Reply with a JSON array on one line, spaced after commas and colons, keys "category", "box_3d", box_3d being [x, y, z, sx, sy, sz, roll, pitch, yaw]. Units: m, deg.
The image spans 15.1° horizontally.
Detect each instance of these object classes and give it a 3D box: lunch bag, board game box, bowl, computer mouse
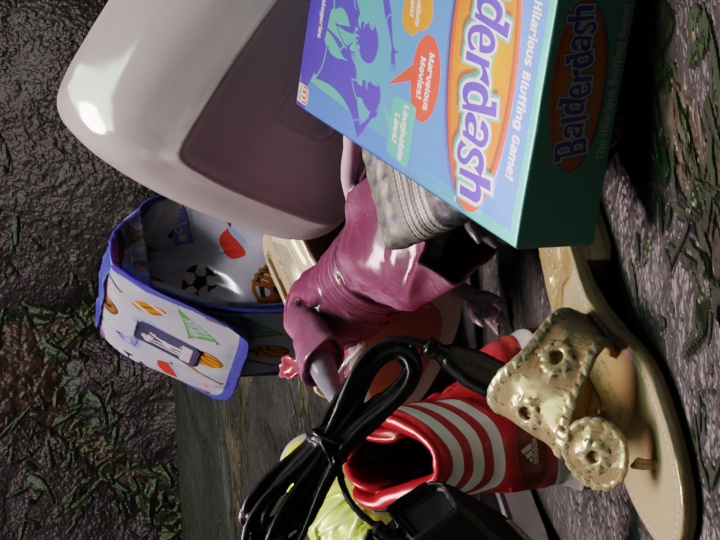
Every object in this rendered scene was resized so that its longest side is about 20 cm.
[{"category": "lunch bag", "box_3d": [-0.070, 0.008, 1.766, 0.170, 0.200, 0.124, 114, 150, -70]}, {"category": "board game box", "box_3d": [0.045, -0.115, 1.217, 0.200, 0.045, 0.152, 35, 122, 52]}, {"category": "bowl", "box_3d": [-0.036, -0.107, 1.442, 0.200, 0.200, 0.075, -54, 45, 13]}, {"category": "computer mouse", "box_3d": [0.057, 0.117, 1.254, 0.140, 0.200, 0.046, -58, 1, 7]}]

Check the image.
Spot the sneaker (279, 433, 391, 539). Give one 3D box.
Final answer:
[{"category": "sneaker", "box_3d": [0.015, 0.164, 1.511, 0.075, 0.076, 0.200, -50, 60, 17]}]

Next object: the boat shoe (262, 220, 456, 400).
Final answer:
[{"category": "boat shoe", "box_3d": [0.001, 0.048, 1.612, 0.065, 0.072, 0.200, -41, 71, 49]}]

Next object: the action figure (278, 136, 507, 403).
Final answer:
[{"category": "action figure", "box_3d": [0.000, 0.000, 1.427, 0.149, 0.134, 0.200, 48, 133, 3]}]

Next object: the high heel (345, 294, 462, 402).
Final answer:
[{"category": "high heel", "box_3d": [0.020, -0.008, 1.579, 0.096, 0.067, 0.200, -174, 99, -72]}]

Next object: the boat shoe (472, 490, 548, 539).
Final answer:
[{"category": "boat shoe", "box_3d": [0.056, 0.143, 1.456, 0.200, 0.068, 0.072, -110, 18, -63]}]

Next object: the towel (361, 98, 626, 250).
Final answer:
[{"category": "towel", "box_3d": [0.051, -0.127, 1.284, 0.193, 0.035, 0.200, -28, 69, 56]}]

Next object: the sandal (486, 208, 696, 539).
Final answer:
[{"category": "sandal", "box_3d": [0.088, 0.047, 1.210, 0.212, 0.070, 0.078, -104, 13, -45]}]

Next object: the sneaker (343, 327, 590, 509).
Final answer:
[{"category": "sneaker", "box_3d": [0.042, 0.073, 1.362, 0.200, 0.115, 0.078, 177, 88, -81]}]
